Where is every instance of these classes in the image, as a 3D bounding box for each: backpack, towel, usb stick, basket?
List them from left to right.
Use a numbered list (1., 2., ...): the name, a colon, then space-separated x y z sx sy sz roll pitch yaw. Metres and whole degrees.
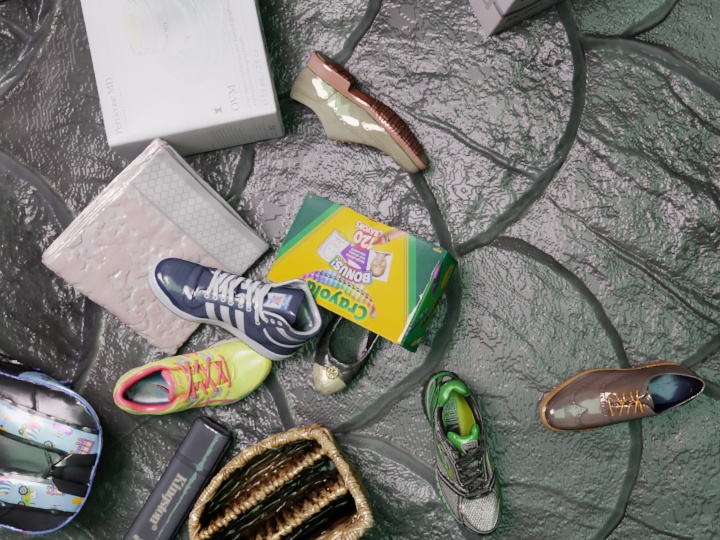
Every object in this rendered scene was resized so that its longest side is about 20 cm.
1. backpack: -0.389 0.199 0.878 0.199 0.135 0.184 14 86 0
2. towel: -0.231 -0.021 0.896 0.191 0.032 0.200 -47 124 -4
3. usb stick: -0.225 0.272 0.929 0.055 0.033 0.201 31 86 2
4. basket: -0.098 0.271 0.876 0.199 0.149 0.143 -33 88 -3

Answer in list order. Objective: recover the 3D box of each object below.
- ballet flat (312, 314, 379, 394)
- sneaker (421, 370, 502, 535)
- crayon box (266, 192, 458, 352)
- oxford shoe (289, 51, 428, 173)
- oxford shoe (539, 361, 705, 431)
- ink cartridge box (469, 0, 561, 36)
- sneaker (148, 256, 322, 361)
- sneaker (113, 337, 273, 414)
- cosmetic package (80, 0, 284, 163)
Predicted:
1. ballet flat: 0.001 0.063 0.937 0.066 0.057 0.201 32 86 -1
2. sneaker: 0.121 0.223 0.917 0.078 0.085 0.201 -18 88 -3
3. crayon box: 0.000 0.000 0.902 0.199 0.058 0.119 24 86 27
4. oxford shoe: 0.000 -0.184 0.960 0.200 0.071 0.074 43 111 1
5. oxford shoe: 0.319 0.153 0.933 0.199 0.073 0.072 -16 87 -2
6. ink cartridge box: 0.217 -0.371 0.902 0.146 0.200 0.083 -27 91 -3
7. sneaker: -0.135 0.031 0.865 0.199 0.108 0.070 32 56 -22
8. sneaker: -0.201 0.134 0.911 0.199 0.090 0.079 -17 85 -4
9. cosmetic package: -0.211 -0.252 0.921 0.199 0.123 0.201 -12 87 -1
